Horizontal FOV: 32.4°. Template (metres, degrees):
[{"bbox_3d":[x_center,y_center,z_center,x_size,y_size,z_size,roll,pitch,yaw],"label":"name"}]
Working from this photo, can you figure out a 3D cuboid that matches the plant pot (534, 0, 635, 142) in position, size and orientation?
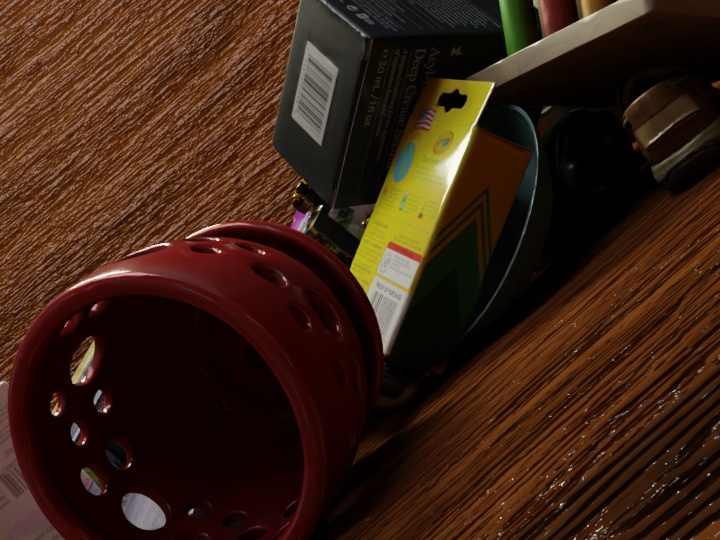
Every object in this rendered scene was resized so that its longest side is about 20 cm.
[{"bbox_3d":[0.188,-0.197,1.112,0.134,0.201,0.200,-24,-8,-40],"label":"plant pot"}]

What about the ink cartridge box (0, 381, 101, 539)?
[{"bbox_3d":[-0.251,0.207,0.886,0.145,0.200,0.087,-43,1,-43],"label":"ink cartridge box"}]

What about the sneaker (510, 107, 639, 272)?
[{"bbox_3d":[0.181,-0.089,0.970,0.111,0.077,0.200,-46,2,46],"label":"sneaker"}]

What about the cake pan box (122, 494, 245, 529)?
[{"bbox_3d":[-0.120,0.131,0.967,0.184,0.052,0.201,-28,37,58],"label":"cake pan box"}]

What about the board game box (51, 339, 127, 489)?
[{"bbox_3d":[-0.173,0.115,1.096,0.056,0.165,0.201,2,56,40],"label":"board game box"}]

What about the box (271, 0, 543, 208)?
[{"bbox_3d":[0.047,-0.149,1.018,0.199,0.107,0.149,-10,-50,-33],"label":"box"}]

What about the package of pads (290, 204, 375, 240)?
[{"bbox_3d":[-0.036,-0.007,1.202,0.120,0.075,0.201,-34,33,60],"label":"package of pads"}]

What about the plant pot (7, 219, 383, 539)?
[{"bbox_3d":[-0.085,0.071,0.768,0.200,0.201,0.182,-39,1,26],"label":"plant pot"}]

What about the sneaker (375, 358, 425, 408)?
[{"bbox_3d":[-0.012,0.099,0.933,0.094,0.070,0.200,-70,16,-1],"label":"sneaker"}]

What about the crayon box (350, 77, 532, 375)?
[{"bbox_3d":[0.053,-0.037,0.898,0.201,0.051,0.127,-68,21,3],"label":"crayon box"}]

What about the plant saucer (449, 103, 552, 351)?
[{"bbox_3d":[0.087,-0.024,0.924,0.200,0.036,0.201,-51,27,39],"label":"plant saucer"}]

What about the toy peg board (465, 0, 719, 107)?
[{"bbox_3d":[0.206,-0.196,0.912,0.199,0.099,0.199,-4,-8,-33],"label":"toy peg board"}]

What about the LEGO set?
[{"bbox_3d":[0.000,0.000,1.095,0.116,0.199,0.154,-40,25,43],"label":"LEGO set"}]

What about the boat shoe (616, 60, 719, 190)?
[{"bbox_3d":[0.223,-0.116,0.886,0.076,0.074,0.200,-39,3,16],"label":"boat shoe"}]
